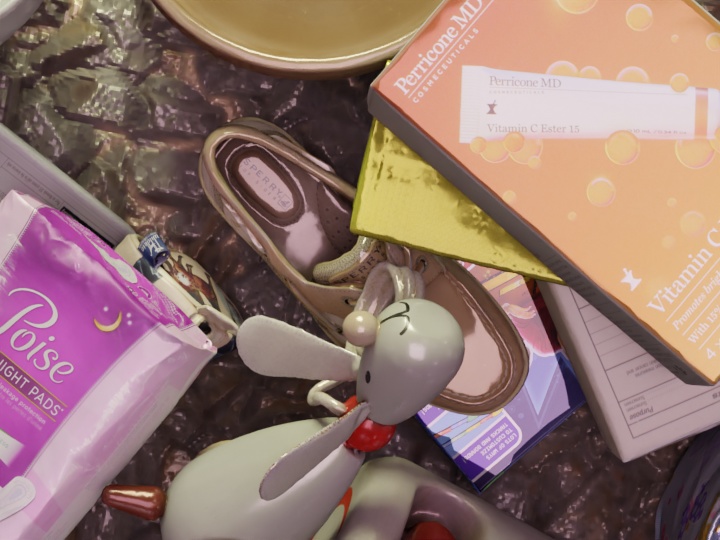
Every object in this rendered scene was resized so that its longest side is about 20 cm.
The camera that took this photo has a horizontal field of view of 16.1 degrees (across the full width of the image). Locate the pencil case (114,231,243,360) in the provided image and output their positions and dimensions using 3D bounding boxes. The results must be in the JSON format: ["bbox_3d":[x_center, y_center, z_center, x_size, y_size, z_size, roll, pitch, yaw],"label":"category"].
[{"bbox_3d":[-0.147,0.072,1.266,0.078,0.089,0.200,43,91,-17],"label":"pencil case"}]

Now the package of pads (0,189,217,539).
[{"bbox_3d":[-0.173,0.074,1.193,0.120,0.076,0.200,39,90,8],"label":"package of pads"}]

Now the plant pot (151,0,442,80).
[{"bbox_3d":[-0.021,-0.187,1.249,0.200,0.093,0.201,0,82,2],"label":"plant pot"}]

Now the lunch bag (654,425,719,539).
[{"bbox_3d":[0.209,0.171,1.249,0.127,0.170,0.201,-5,93,-1],"label":"lunch bag"}]

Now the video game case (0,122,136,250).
[{"bbox_3d":[-0.219,0.008,1.221,0.182,0.200,0.022,-48,56,0],"label":"video game case"}]

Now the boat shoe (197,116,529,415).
[{"bbox_3d":[0.000,0.000,1.247,0.200,0.065,0.072,42,91,-2],"label":"boat shoe"}]

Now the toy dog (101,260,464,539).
[{"bbox_3d":[-0.045,0.077,1.160,0.096,0.132,0.200,24,105,-24],"label":"toy dog"}]

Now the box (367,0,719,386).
[{"bbox_3d":[0.117,-0.059,1.140,0.200,0.097,0.124,40,88,1],"label":"box"}]

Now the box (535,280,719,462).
[{"bbox_3d":[0.127,-0.017,1.244,0.095,0.078,0.200,-22,94,-1],"label":"box"}]

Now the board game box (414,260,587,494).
[{"bbox_3d":[0.093,-0.002,1.301,0.200,0.034,0.135,-40,94,0],"label":"board game box"}]

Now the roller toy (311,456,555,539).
[{"bbox_3d":[0.025,0.196,1.231,0.140,0.200,0.183,29,85,-4],"label":"roller toy"}]

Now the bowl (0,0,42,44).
[{"bbox_3d":[-0.225,-0.164,1.233,0.201,0.090,0.202,-1,64,3],"label":"bowl"}]

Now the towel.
[{"bbox_3d":[0.100,-0.036,1.196,0.199,0.018,0.086,13,87,0],"label":"towel"}]
